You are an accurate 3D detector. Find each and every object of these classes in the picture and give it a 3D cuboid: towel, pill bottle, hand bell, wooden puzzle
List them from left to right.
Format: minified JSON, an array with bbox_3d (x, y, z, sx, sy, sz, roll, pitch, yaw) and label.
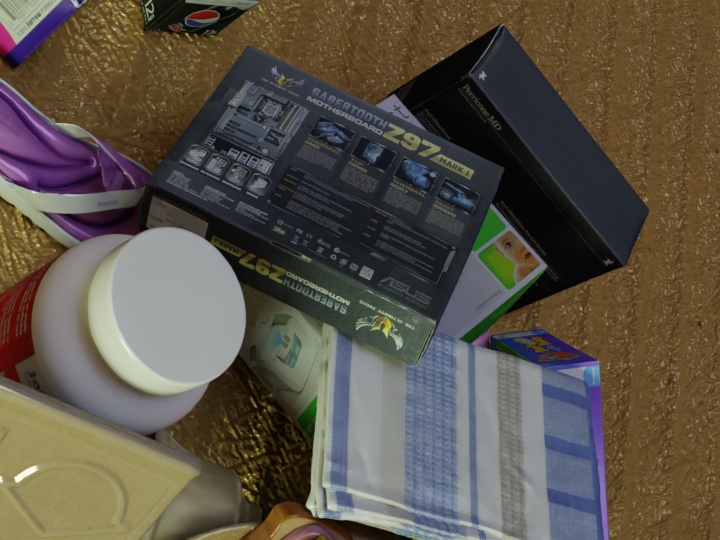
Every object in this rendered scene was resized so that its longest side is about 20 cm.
[{"bbox_3d":[-0.209,0.120,0.705,0.184,0.200,0.047,28,30,-29],"label":"wooden puzzle"},{"bbox_3d":[-0.153,0.046,0.764,0.111,0.199,0.114,16,64,-35],"label":"pill bottle"},{"bbox_3d":[-0.056,0.160,0.847,0.197,0.104,0.106,16,63,-24],"label":"hand bell"},{"bbox_3d":[0.061,0.107,0.833,0.197,0.024,0.149,17,51,-19],"label":"towel"}]

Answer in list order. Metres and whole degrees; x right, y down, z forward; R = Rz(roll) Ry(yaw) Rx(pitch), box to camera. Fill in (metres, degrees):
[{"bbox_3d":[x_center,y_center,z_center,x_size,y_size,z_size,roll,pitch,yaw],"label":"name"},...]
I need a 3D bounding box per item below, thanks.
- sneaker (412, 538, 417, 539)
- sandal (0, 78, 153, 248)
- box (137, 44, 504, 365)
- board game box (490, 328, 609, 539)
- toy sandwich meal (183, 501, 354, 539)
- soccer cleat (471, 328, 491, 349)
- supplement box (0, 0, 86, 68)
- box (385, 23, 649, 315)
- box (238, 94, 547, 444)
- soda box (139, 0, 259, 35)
[{"bbox_3d":[0.073,0.181,0.930,0.076,0.103,0.202,-89,168,-58],"label":"sneaker"},{"bbox_3d":[-0.190,-0.064,0.877,0.201,0.050,0.084,31,56,-29],"label":"sandal"},{"bbox_3d":[-0.021,-0.047,0.863,0.198,0.051,0.159,26,47,2],"label":"box"},{"bbox_3d":[0.139,0.155,0.981,0.044,0.134,0.204,-6,97,-8],"label":"board game box"},{"bbox_3d":[-0.071,0.236,0.788,0.202,0.070,0.208,-14,119,-26],"label":"toy sandwich meal"},{"bbox_3d":[0.048,0.080,1.014,0.076,0.066,0.202,42,55,-40],"label":"soccer cleat"},{"bbox_3d":[-0.248,-0.252,0.863,0.200,0.101,0.104,47,50,-18],"label":"supplement box"},{"bbox_3d":[0.115,-0.076,1.083,0.200,0.140,0.079,48,50,-16],"label":"box"},{"bbox_3d":[0.000,0.000,0.949,0.199,0.097,0.177,-33,79,-38],"label":"box"},{"bbox_3d":[-0.137,-0.282,0.995,0.070,0.063,0.203,-5,78,-41],"label":"soda box"}]
